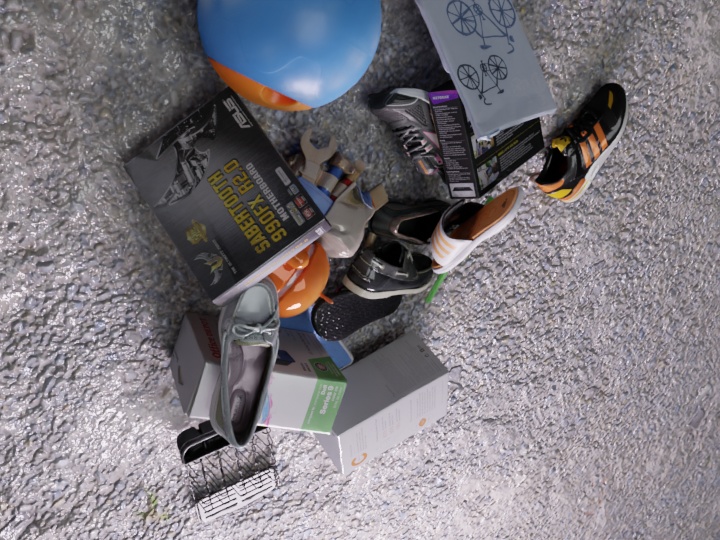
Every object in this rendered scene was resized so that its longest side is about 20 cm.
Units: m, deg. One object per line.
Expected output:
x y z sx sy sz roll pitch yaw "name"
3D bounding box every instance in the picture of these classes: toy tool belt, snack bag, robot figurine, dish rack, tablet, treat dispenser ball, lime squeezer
-0.056 -0.116 1.104 0.200 0.125 0.123 43 69 -25 "toy tool belt"
0.168 -0.275 1.115 0.188 0.021 0.201 -25 91 -42 "snack bag"
-0.122 -0.019 1.081 0.200 0.117 0.144 39 122 -16 "robot figurine"
-0.188 0.294 1.277 0.153 0.055 0.201 -20 125 -22 "dish rack"
-0.105 0.101 1.234 0.130 0.014 0.200 -30 129 3 "tablet"
-0.077 -0.275 0.934 0.200 0.201 0.202 -16 123 -26 "treat dispenser ball"
0.149 -0.044 1.278 0.038 0.071 0.200 35 73 -8 "lime squeezer"

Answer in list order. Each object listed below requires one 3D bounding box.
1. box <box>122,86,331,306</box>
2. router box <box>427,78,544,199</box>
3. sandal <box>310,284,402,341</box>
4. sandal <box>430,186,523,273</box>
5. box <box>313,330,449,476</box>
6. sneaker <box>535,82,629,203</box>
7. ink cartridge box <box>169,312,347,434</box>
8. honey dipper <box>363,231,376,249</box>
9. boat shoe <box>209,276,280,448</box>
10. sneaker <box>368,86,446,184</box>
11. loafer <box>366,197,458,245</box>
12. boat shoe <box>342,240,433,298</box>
-0.153 -0.085 0.986 0.158 0.200 0.048 -35 167 1 "box"
0.178 -0.203 1.176 0.200 0.051 0.150 -36 121 -43 "router box"
-0.012 0.049 1.219 0.200 0.045 0.075 -14 126 -53 "sandal"
0.143 -0.069 1.165 0.059 0.207 0.079 31 55 -11 "sandal"
0.028 0.204 1.324 0.199 0.098 0.125 -27 143 -19 "box"
0.344 -0.203 1.340 0.090 0.070 0.201 12 110 -41 "sneaker"
-0.138 0.136 1.139 0.199 0.145 0.088 11 108 -25 "ink cartridge box"
0.000 0.000 1.249 0.038 0.038 0.201 7 110 -36 "honey dipper"
-0.132 0.105 1.012 0.074 0.065 0.203 11 94 -26 "boat shoe"
0.090 -0.177 1.160 0.200 0.080 0.087 22 72 -39 "sneaker"
0.091 -0.063 1.237 0.199 0.063 0.072 0 112 -45 "loafer"
0.054 -0.007 1.227 0.200 0.072 0.068 -8 124 -56 "boat shoe"
